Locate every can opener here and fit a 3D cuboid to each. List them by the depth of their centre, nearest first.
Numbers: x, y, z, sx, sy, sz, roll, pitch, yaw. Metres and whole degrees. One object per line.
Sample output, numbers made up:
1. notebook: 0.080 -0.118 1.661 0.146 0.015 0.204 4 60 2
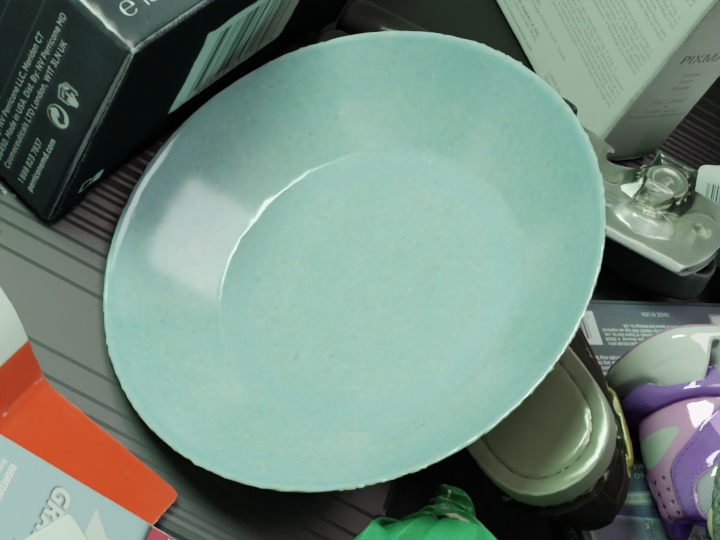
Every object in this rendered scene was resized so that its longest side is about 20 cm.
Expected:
1. can opener: 0.067 -0.046 0.927 0.200 0.067 0.053 28 47 10

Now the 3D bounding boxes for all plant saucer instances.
1. plant saucer: 0.000 0.000 0.805 0.201 0.039 0.201 -10 58 16

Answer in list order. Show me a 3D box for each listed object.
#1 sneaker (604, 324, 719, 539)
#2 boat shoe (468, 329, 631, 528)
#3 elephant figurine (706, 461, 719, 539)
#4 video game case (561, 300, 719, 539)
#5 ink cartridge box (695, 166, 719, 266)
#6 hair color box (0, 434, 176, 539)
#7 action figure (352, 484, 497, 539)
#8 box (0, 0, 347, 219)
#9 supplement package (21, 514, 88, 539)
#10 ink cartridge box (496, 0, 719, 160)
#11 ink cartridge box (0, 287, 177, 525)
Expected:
1. sneaker: 0.197 0.081 0.862 0.200 0.080 0.088 6 61 -19
2. boat shoe: 0.047 0.018 0.848 0.061 0.072 0.201 50 11 -55
3. elephant figurine: 0.154 0.149 0.736 0.141 0.155 0.200 34 73 21
4. video game case: 0.147 0.101 0.877 0.143 0.019 0.200 2 57 -27
5. ink cartridge box: 0.276 -0.014 0.942 0.200 0.057 0.163 -8 16 -31
6. hair color box: -0.136 0.090 0.633 0.200 0.099 0.061 33 53 -15
7. action figure: 0.014 0.141 0.712 0.118 0.055 0.200 12 35 9
8. box: -0.117 -0.162 0.856 0.200 0.117 0.197 43 50 7
9. supplement package: -0.102 0.192 0.549 0.111 0.200 0.156 -30 75 -40
10. ink cartridge box: 0.128 -0.169 0.942 0.050 0.200 0.161 -9 62 -34
11. ink cartridge box: -0.175 0.051 0.718 0.200 0.057 0.163 36 47 6
